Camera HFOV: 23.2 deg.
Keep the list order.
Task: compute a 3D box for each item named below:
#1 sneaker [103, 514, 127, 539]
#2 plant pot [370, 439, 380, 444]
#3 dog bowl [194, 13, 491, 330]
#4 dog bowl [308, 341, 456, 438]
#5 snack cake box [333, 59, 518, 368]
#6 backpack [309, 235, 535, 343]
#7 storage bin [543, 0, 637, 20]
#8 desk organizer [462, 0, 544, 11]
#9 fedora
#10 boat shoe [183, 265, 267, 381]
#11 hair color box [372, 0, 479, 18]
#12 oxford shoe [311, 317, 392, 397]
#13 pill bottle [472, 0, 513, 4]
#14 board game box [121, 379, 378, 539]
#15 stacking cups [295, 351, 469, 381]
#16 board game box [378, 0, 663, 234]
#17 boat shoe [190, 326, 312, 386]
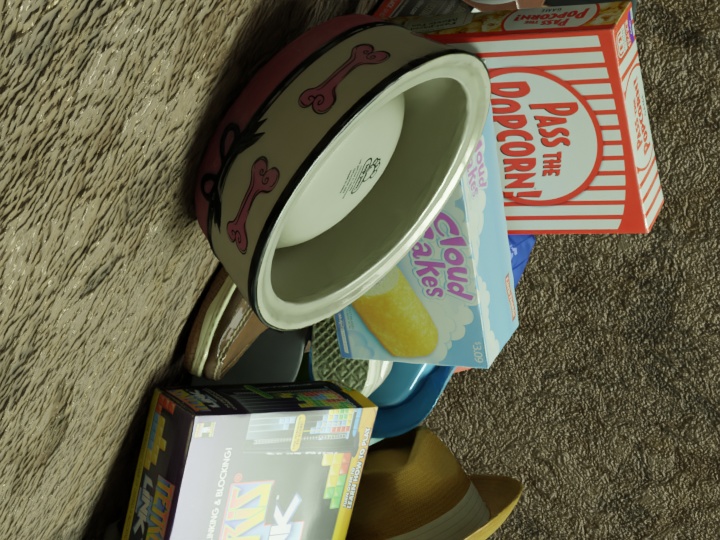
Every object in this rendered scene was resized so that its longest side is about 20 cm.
[{"bbox_3d":[-0.120,0.181,1.286,0.200,0.075,0.116,-53,149,-6],"label":"sneaker"},{"bbox_3d":[-0.055,0.183,1.681,0.142,0.141,0.200,-63,166,0],"label":"plant pot"},{"bbox_3d":[-0.015,-0.064,1.039,0.200,0.074,0.200,-41,156,-22],"label":"dog bowl"},{"bbox_3d":[0.041,0.035,1.368,0.201,0.111,0.050,-60,165,7],"label":"dog bowl"},{"bbox_3d":[0.034,-0.038,1.183,0.067,0.114,0.201,-48,135,-52],"label":"snack cake box"},{"bbox_3d":[0.036,-0.011,1.521,0.200,0.162,0.168,-40,151,-40],"label":"backpack"},{"bbox_3d":[0.142,-0.196,1.492,0.146,0.199,0.135,106,2,-59],"label":"storage bin"},{"bbox_3d":[0.123,-0.273,1.331,0.200,0.071,0.077,-61,147,-33],"label":"desk organizer"},{"bbox_3d":[0.027,0.175,1.350,0.200,0.082,0.201,-24,-171,4],"label":"fedora"},{"bbox_3d":[-0.049,0.000,1.230,0.203,0.075,0.075,-59,173,-26],"label":"boat shoe"},{"bbox_3d":[0.027,-0.131,1.353,0.111,0.064,0.200,-55,171,-47],"label":"hair color box"},{"bbox_3d":[0.000,0.000,1.322,0.058,0.075,0.201,-8,103,-66],"label":"oxford shoe"},{"bbox_3d":[0.087,-0.244,1.137,0.114,0.113,0.200,-62,174,-2],"label":"pill bottle"},{"bbox_3d":[-0.085,0.180,1.239,0.165,0.057,0.201,-1,110,-42],"label":"board game box"},{"bbox_3d":[-0.002,0.078,1.437,0.060,0.199,0.061,-17,90,-72],"label":"stacking cups"},{"bbox_3d":[0.095,-0.100,1.193,0.046,0.199,0.152,-54,136,-50],"label":"board game box"},{"bbox_3d":[-0.079,0.067,1.336,0.200,0.070,0.066,-67,177,-46],"label":"boat shoe"}]
